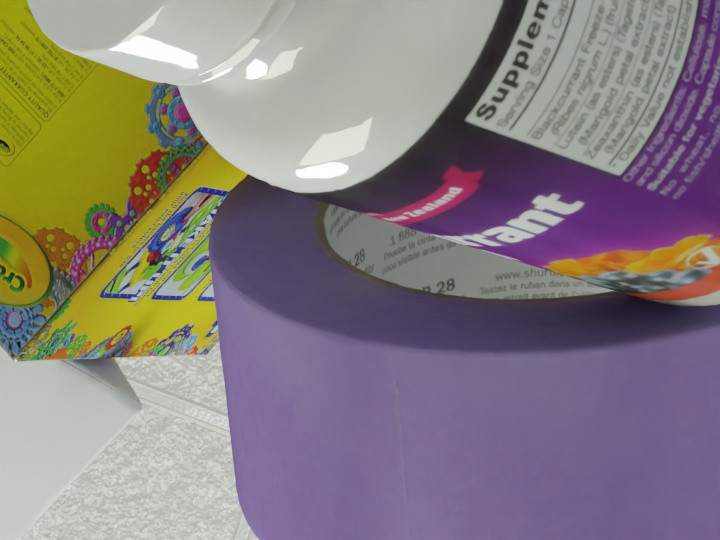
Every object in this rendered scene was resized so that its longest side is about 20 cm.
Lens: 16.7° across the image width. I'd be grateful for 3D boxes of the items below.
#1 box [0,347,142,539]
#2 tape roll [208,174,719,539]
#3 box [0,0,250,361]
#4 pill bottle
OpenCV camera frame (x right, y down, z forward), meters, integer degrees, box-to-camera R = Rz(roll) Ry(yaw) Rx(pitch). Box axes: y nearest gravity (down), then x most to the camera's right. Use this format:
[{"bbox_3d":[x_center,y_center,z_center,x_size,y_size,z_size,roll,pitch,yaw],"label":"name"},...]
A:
[{"bbox_3d":[-0.182,-0.003,0.848,0.124,0.098,0.200,34,-166,-46],"label":"box"},{"bbox_3d":[0.057,0.018,0.731,0.198,0.086,0.200,-4,-156,2],"label":"tape roll"},{"bbox_3d":[-0.107,-0.082,0.831,0.200,0.122,0.193,45,-170,12],"label":"box"},{"bbox_3d":[0.024,-0.064,0.583,0.199,0.112,0.111,16,-176,-38],"label":"pill bottle"}]
